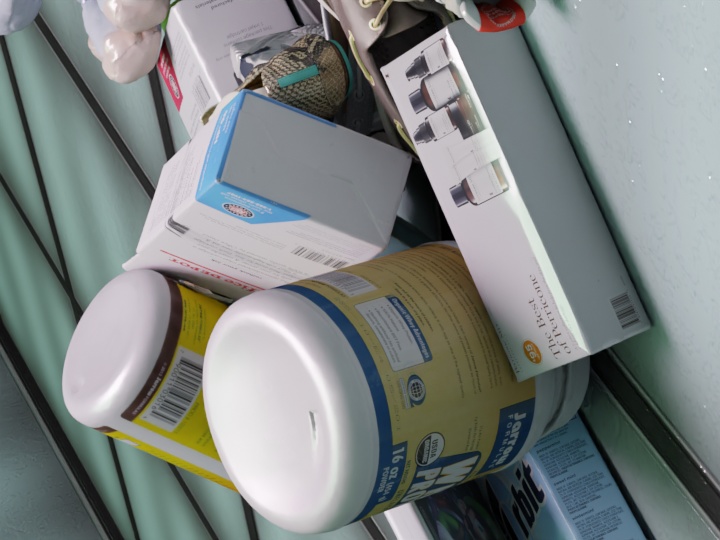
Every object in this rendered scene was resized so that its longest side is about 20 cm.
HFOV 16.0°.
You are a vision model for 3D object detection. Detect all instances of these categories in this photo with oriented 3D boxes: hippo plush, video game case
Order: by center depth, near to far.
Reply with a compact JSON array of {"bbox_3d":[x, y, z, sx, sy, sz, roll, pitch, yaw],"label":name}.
[{"bbox_3d":[0.040,0.132,1.661,0.200,0.023,0.182,62,-167,22],"label":"video game case"},{"bbox_3d":[-0.220,-0.245,1.904,0.159,0.161,0.200,147,132,-77],"label":"hippo plush"}]

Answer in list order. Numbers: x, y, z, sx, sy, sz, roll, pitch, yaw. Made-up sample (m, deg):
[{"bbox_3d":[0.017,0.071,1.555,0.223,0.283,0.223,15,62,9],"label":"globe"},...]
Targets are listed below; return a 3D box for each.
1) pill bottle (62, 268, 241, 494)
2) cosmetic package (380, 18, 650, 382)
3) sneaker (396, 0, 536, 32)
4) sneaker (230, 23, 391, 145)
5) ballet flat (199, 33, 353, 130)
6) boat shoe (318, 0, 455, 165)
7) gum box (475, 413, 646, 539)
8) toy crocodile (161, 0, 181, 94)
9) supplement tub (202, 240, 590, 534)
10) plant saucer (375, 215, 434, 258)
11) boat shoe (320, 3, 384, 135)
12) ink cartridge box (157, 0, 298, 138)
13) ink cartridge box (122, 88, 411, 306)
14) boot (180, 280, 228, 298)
[{"bbox_3d":[-0.086,0.083,1.673,0.200,0.109,0.109,27,-173,-30],"label":"pill bottle"},{"bbox_3d":[0.086,-0.042,1.454,0.083,0.051,0.200,-28,85,61],"label":"cosmetic package"},{"bbox_3d":[0.050,-0.164,1.388,0.200,0.070,0.093,133,119,-72],"label":"sneaker"},{"bbox_3d":[-0.026,-0.093,1.761,0.199,0.079,0.130,22,126,57],"label":"sneaker"},{"bbox_3d":[-0.064,-0.099,1.626,0.068,0.075,0.200,68,162,5],"label":"ballet flat"},{"bbox_3d":[0.021,-0.148,1.522,0.200,0.072,0.060,67,168,-22],"label":"boat shoe"},{"bbox_3d":[0.122,0.149,1.673,0.170,0.045,0.200,98,148,-66],"label":"gum box"},{"bbox_3d":[-0.134,-0.170,2.077,0.068,0.062,0.200,64,166,9],"label":"toy crocodile"},{"bbox_3d":[0.023,0.063,1.518,0.145,0.200,0.145,23,120,46],"label":"supplement tub"},{"bbox_3d":[0.000,0.000,1.741,0.200,0.027,0.200,24,156,11],"label":"plant saucer"},{"bbox_3d":[-0.009,-0.182,1.591,0.074,0.065,0.202,36,146,63],"label":"boat shoe"},{"bbox_3d":[-0.070,-0.102,1.903,0.200,0.083,0.145,64,166,7],"label":"ink cartridge box"},{"bbox_3d":[-0.063,-0.035,1.601,0.200,0.116,0.068,-34,38,63],"label":"ink cartridge box"},{"bbox_3d":[-0.085,0.001,1.843,0.097,0.075,0.200,46,166,22],"label":"boot"}]
